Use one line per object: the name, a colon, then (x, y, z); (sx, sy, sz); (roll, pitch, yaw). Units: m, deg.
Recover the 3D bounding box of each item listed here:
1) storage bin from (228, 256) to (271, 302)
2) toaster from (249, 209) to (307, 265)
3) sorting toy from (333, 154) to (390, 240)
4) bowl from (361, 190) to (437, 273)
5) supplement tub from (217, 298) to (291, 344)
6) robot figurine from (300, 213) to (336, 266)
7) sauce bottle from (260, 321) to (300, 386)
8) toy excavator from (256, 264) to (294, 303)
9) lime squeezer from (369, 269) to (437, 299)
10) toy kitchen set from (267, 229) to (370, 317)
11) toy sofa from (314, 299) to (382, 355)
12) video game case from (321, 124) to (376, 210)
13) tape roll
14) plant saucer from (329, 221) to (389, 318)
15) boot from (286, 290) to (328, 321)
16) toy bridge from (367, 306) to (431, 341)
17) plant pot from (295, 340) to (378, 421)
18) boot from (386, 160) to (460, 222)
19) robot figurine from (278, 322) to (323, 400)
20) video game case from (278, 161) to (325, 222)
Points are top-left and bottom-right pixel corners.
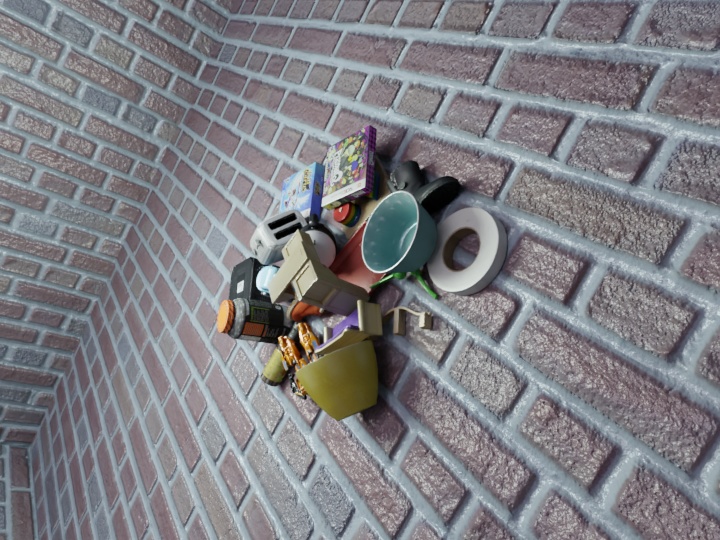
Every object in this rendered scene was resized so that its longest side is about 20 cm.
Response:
storage bin: (-0.363, 0.071, 1.885); (0.135, 0.094, 0.201); (-24, 56, 42)
toaster: (-0.238, -0.107, 1.743); (0.114, 0.200, 0.129); (59, 154, 11)
sorting toy: (-0.014, -0.226, 1.633); (0.200, 0.070, 0.199); (-46, 43, 25)
bowl: (0.105, -0.077, 1.340); (0.201, 0.105, 0.201); (-29, 51, 45)
supplement tub: (-0.316, 0.150, 1.694); (0.122, 0.200, 0.123); (-30, 54, 52)
robot figurine: (-0.131, -0.067, 1.616); (0.125, 0.150, 0.200); (-38, 14, 9)
sauce bottle: (-0.221, 0.243, 1.658); (0.200, 0.065, 0.065); (-59, 39, 12)
toy excavator: (-0.240, 0.033, 1.691); (0.194, 0.200, 0.100); (13, 82, 20)
lime squeezer: (0.111, 0.024, 1.392); (0.200, 0.038, 0.071); (7, 94, 39)
toy kitchen set: (-0.120, 0.037, 1.487); (0.163, 0.180, 0.200); (-49, 41, 23)
toy sofa: (-0.036, 0.150, 1.426); (0.200, 0.097, 0.083); (-42, 44, 50)
video game case: (-0.033, -0.287, 1.598); (0.181, 0.036, 0.201); (-16, 61, 43)
tape roll: (0.236, -0.044, 1.278); (0.203, 0.037, 0.203); (-25, 54, 41)
plant saucer: (0.000, 0.000, 1.537); (0.200, 0.037, 0.200); (-50, 42, 21)
boot: (-0.145, 0.106, 1.626); (0.075, 0.107, 0.200); (-57, -1, -36)
toy bridge: (0.095, 0.123, 1.374); (0.200, 0.027, 0.067); (-20, 57, 45)
plant pot: (-0.037, 0.272, 1.351); (0.200, 0.200, 0.142); (-34, 72, 35)
boot: (0.150, -0.218, 1.429); (0.200, 0.076, 0.168); (-41, 49, 38)
robot figurine: (-0.152, 0.250, 1.550); (0.145, 0.058, 0.200); (-35, 56, 11)
video game case: (-0.198, -0.236, 1.875); (0.181, 0.045, 0.201); (-17, 60, 43)
